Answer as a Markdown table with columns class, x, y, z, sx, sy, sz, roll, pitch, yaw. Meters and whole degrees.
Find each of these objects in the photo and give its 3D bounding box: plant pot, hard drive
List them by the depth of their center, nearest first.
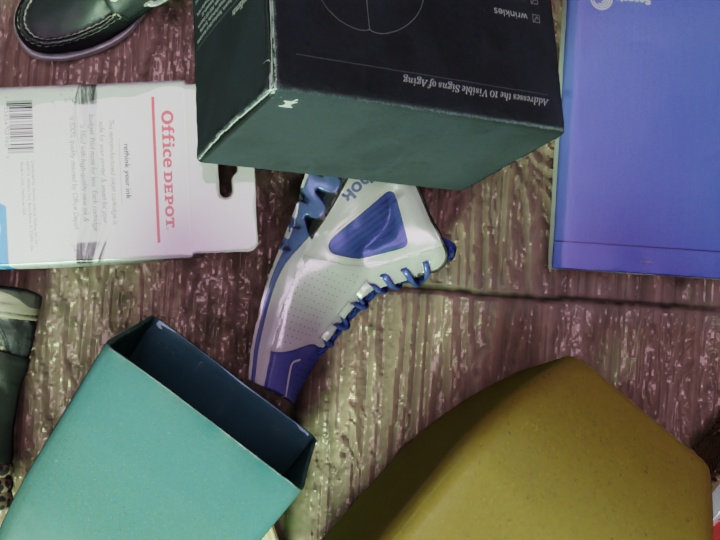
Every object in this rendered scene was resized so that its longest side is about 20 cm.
| class | x | y | z | sx | sy | sz | roll | pitch | yaw |
| --- | --- | --- | --- | --- | --- | --- | --- | --- | --- |
| plant pot | -0.145 | 0.158 | 0.753 | 0.141 | 0.141 | 0.201 | 36 | 95 | -1 |
| plant pot | 0.107 | 0.169 | 0.759 | 0.195 | 0.194 | 0.201 | 38 | 75 | -2 |
| hard drive | 0.204 | -0.099 | 0.845 | 0.130 | 0.025 | 0.203 | 4 | 89 | -4 |

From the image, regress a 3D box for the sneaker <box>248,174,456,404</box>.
| class | x | y | z | sx | sy | sz | roll | pitch | yaw |
| --- | --- | --- | --- | --- | --- | --- | --- | --- | --- |
| sneaker | 0.000 | -0.001 | 0.802 | 0.114 | 0.081 | 0.202 | 19 | 86 | -1 |

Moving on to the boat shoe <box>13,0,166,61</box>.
| class | x | y | z | sx | sy | sz | roll | pitch | yaw |
| --- | --- | --- | --- | --- | --- | --- | --- | --- | --- |
| boat shoe | -0.150 | -0.212 | 0.805 | 0.199 | 0.060 | 0.076 | -36 | 91 | -4 |

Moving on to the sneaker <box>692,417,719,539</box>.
| class | x | y | z | sx | sy | sz | roll | pitch | yaw |
| --- | --- | --- | --- | --- | --- | --- | --- | --- | --- |
| sneaker | 0.302 | 0.139 | 0.826 | 0.200 | 0.071 | 0.113 | -44 | 99 | -9 |

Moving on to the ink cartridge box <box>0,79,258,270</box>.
| class | x | y | z | sx | sy | sz | roll | pitch | yaw |
| --- | --- | --- | --- | --- | --- | --- | --- | --- | --- |
| ink cartridge box | -0.168 | -0.062 | 0.797 | 0.197 | 0.068 | 0.118 | -3 | 89 | -4 |

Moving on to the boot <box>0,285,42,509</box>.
| class | x | y | z | sx | sy | sz | roll | pitch | yaw |
| --- | --- | --- | --- | --- | --- | --- | --- | --- | --- |
| boot | -0.314 | 0.080 | 0.786 | 0.197 | 0.073 | 0.153 | 3 | 89 | -9 |

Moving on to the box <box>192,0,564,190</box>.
| class | x | y | z | sx | sy | sz | roll | pitch | yaw |
| --- | --- | --- | --- | --- | --- | --- | --- | --- | --- |
| box | 0.007 | -0.168 | 0.733 | 0.198 | 0.124 | 0.199 | 4 | 72 | -28 |

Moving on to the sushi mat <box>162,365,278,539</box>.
| class | x | y | z | sx | sy | sz | roll | pitch | yaw |
| --- | --- | --- | --- | --- | --- | --- | --- | --- | --- |
| sushi mat | -0.110 | 0.175 | 0.824 | 0.095 | 0.012 | 0.202 | -19 | 90 | -2 |
